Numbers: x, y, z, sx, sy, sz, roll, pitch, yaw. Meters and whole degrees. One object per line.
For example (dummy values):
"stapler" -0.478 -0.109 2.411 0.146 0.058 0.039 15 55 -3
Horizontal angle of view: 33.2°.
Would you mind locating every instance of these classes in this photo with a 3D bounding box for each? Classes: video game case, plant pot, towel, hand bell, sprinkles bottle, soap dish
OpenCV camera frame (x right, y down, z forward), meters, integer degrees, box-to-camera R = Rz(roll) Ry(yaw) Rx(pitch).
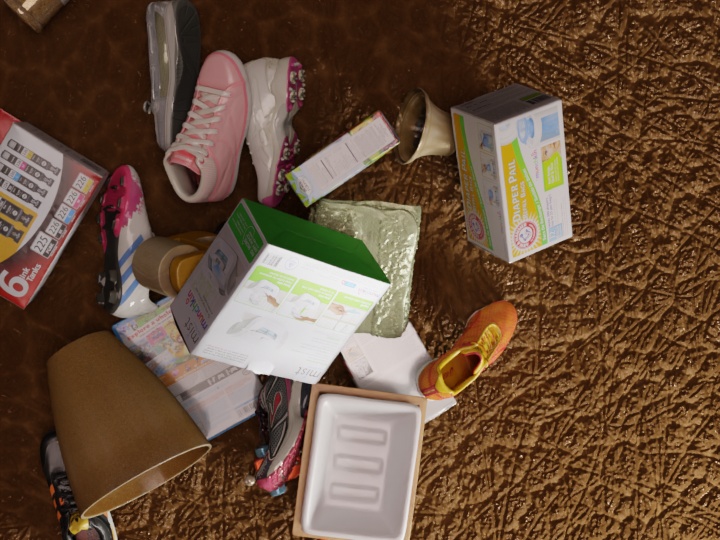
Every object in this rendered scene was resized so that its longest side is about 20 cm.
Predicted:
"video game case" -0.228 0.130 1.640 0.143 0.018 0.201 -28 98 -5
"plant pot" -0.321 0.187 1.563 0.186 0.186 0.201 -30 78 -5
"towel" 0.000 0.000 1.573 0.147 0.037 0.201 2 118 -7
"hand bell" 0.155 -0.177 1.656 0.199 0.104 0.105 11 92 -22
"sprinkles bottle" -0.373 -0.400 1.557 0.068 0.068 0.200 43 87 -9
"soap dish" -0.002 0.255 1.598 0.156 0.081 0.201 8 90 -7

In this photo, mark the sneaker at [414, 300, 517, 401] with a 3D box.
"sneaker" 0.160 0.112 1.644 0.200 0.077 0.073 -44 104 -32

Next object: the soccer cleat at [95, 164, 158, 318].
"soccer cleat" -0.301 -0.036 1.601 0.086 0.070 0.201 8 83 -40

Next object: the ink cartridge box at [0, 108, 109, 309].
"ink cartridge box" -0.452 -0.084 1.551 0.175 0.084 0.201 31 94 -9

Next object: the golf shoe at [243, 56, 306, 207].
"golf shoe" -0.128 -0.187 1.616 0.091 0.075 0.201 8 95 13

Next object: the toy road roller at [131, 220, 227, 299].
"toy road roller" -0.186 0.022 1.564 0.199 0.123 0.147 -12 106 -34

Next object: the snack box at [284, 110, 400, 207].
"snack box" -0.020 -0.146 1.548 0.142 0.200 0.053 -33 95 6

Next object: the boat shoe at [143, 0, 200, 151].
"boat shoe" -0.251 -0.253 1.590 0.064 0.074 0.203 3 98 28

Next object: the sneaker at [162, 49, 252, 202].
"sneaker" -0.199 -0.180 1.557 0.075 0.105 0.202 15 109 21

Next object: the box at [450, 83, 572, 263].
"box" 0.202 -0.128 1.602 0.112 0.101 0.201 -23 119 -22

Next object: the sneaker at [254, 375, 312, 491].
"sneaker" -0.108 0.200 1.606 0.074 0.081 0.201 13 52 0

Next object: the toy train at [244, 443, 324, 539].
"toy train" -0.065 0.316 1.661 0.149 0.056 0.201 -23 94 -5

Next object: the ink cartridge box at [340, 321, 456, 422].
"ink cartridge box" 0.036 0.123 1.663 0.109 0.050 0.201 -30 97 -5

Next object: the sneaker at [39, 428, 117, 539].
"sneaker" -0.371 0.307 1.593 0.070 0.090 0.201 -18 97 -7

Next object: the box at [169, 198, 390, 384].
"box" -0.097 0.032 1.469 0.199 0.097 0.177 17 119 -40
